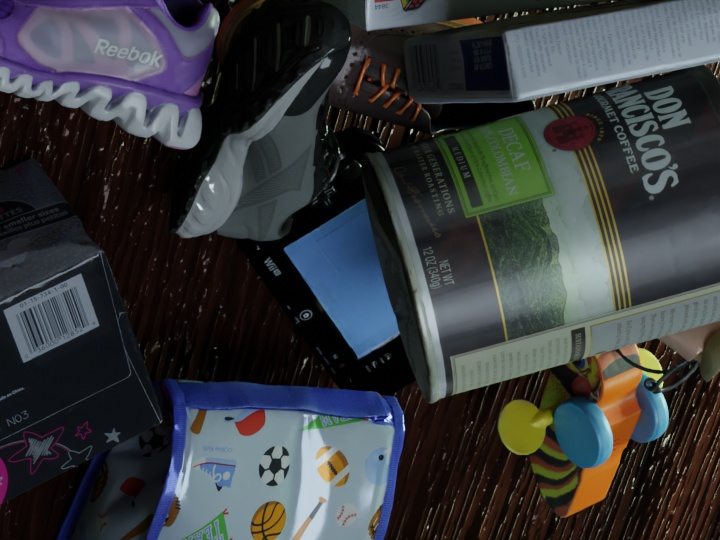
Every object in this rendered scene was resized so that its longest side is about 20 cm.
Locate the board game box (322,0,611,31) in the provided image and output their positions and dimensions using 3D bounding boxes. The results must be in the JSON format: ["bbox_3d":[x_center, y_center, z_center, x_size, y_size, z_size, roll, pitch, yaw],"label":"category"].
[{"bbox_3d":[0.062,-0.172,1.284,0.199,0.126,0.035,-9,114,-25],"label":"board game box"}]

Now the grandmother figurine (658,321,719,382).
[{"bbox_3d":[0.148,-0.020,1.427,0.061,0.199,0.121,-58,177,40],"label":"grandmother figurine"}]

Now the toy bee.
[{"bbox_3d":[0.157,0.069,1.541,0.131,0.109,0.200,-6,146,-48],"label":"toy bee"}]

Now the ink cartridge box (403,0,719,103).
[{"bbox_3d":[0.142,-0.122,1.234,0.199,0.200,0.041,-10,96,-13],"label":"ink cartridge box"}]

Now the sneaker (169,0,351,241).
[{"bbox_3d":[-0.042,-0.080,1.274,0.079,0.074,0.200,12,148,-17],"label":"sneaker"}]

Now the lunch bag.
[{"bbox_3d":[-0.080,0.148,1.424,0.169,0.124,0.201,5,126,-32],"label":"lunch bag"}]

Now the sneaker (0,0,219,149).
[{"bbox_3d":[-0.151,-0.132,1.223,0.199,0.080,0.089,15,107,-44],"label":"sneaker"}]

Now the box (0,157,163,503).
[{"bbox_3d":[-0.230,0.050,1.269,0.199,0.115,0.133,-27,129,-14],"label":"box"}]

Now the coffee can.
[{"bbox_3d":[0.114,-0.021,1.323,0.199,0.147,0.147,-16,129,-4],"label":"coffee can"}]

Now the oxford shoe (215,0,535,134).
[{"bbox_3d":[0.014,-0.118,1.329,0.199,0.073,0.072,3,120,-32],"label":"oxford shoe"}]

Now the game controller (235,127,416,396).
[{"bbox_3d":[0.000,0.000,1.424,0.104,0.042,0.200,-37,132,-4],"label":"game controller"}]
